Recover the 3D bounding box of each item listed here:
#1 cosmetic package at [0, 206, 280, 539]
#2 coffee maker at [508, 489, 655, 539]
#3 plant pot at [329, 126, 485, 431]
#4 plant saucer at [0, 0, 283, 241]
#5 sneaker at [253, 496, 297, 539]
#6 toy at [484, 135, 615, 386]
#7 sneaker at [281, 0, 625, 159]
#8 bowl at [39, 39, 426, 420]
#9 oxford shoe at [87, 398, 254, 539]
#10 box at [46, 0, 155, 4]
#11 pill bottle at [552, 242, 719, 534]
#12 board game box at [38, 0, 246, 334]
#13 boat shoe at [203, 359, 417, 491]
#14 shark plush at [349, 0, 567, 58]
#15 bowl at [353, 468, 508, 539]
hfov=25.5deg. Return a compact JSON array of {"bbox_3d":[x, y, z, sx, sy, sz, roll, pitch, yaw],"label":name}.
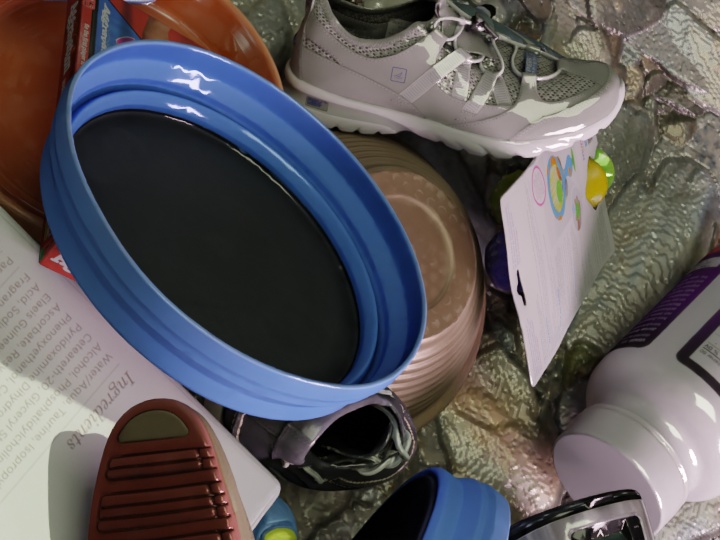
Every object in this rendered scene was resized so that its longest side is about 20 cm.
[{"bbox_3d":[-0.182,0.102,0.739,0.200,0.167,0.167,46,60,-12],"label":"cosmetic package"},{"bbox_3d":[0.119,0.249,0.893,0.134,0.192,0.201,9,51,-50],"label":"coffee maker"},{"bbox_3d":[0.000,0.000,0.911,0.200,0.093,0.202,7,76,-27],"label":"plant pot"},{"bbox_3d":[-0.138,-0.093,0.863,0.199,0.032,0.201,12,59,-20],"label":"plant saucer"},{"bbox_3d":[-0.090,0.206,0.822,0.071,0.083,0.200,28,80,3],"label":"sneaker"},{"bbox_3d":[0.107,-0.025,0.967,0.200,0.047,0.116,-44,127,-55],"label":"toy"},{"bbox_3d":[0.055,-0.117,0.908,0.199,0.082,0.075,4,33,-3],"label":"sneaker"},{"bbox_3d":[-0.058,-0.018,0.730,0.200,0.039,0.201,31,34,-23],"label":"bowl"},{"bbox_3d":[-0.065,0.149,0.675,0.075,0.070,0.201,-21,105,-67],"label":"oxford shoe"},{"bbox_3d":[-0.164,-0.231,0.878,0.119,0.041,0.201,-2,72,-26],"label":"box"},{"bbox_3d":[0.213,0.074,1.003,0.200,0.111,0.112,-40,99,-30],"label":"pill bottle"},{"bbox_3d":[-0.102,-0.056,0.777,0.103,0.019,0.201,29,35,-30],"label":"board game box"},{"bbox_3d":[-0.009,0.088,0.809,0.073,0.063,0.200,-55,152,0],"label":"boat shoe"},{"bbox_3d":[0.087,-0.150,1.012,0.199,0.091,0.084,0,47,-24],"label":"shark plush"},{"bbox_3d":[0.001,0.186,0.799,0.039,0.201,0.201,35,64,-5],"label":"bowl"}]
